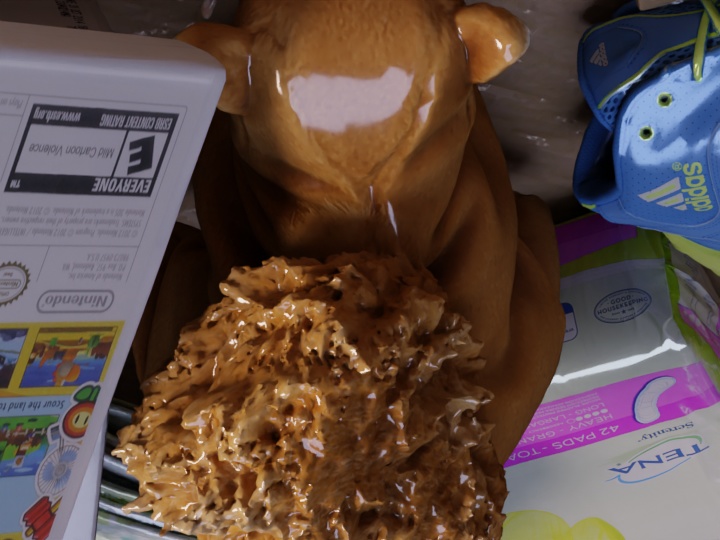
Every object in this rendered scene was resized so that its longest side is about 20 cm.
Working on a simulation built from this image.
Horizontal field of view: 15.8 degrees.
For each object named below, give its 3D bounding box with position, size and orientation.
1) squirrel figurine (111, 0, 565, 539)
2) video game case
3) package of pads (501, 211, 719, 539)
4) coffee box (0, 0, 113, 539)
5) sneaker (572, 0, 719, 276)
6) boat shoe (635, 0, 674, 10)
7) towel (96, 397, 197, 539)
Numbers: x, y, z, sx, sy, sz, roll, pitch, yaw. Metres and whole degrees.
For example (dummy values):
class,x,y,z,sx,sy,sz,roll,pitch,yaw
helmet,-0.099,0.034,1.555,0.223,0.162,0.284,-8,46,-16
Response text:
class,x,y,z,sx,sy,sz,roll,pitch,yaw
squirrel figurine,0.000,0.000,0.734,0.141,0.200,0.187,2,143,-3
video game case,-0.131,0.026,0.604,0.200,0.023,0.182,0,116,-52
package of pads,0.074,0.062,0.947,0.154,0.068,0.200,-17,144,14
coffee box,-0.118,0.023,0.738,0.080,0.114,0.200,2,110,-15
sneaker,0.129,-0.062,0.780,0.105,0.076,0.200,8,142,-20
boat shoe,0.086,-0.146,0.668,0.068,0.072,0.200,-17,153,5
towel,-0.076,0.099,0.919,0.171,0.048,0.200,18,157,-8
